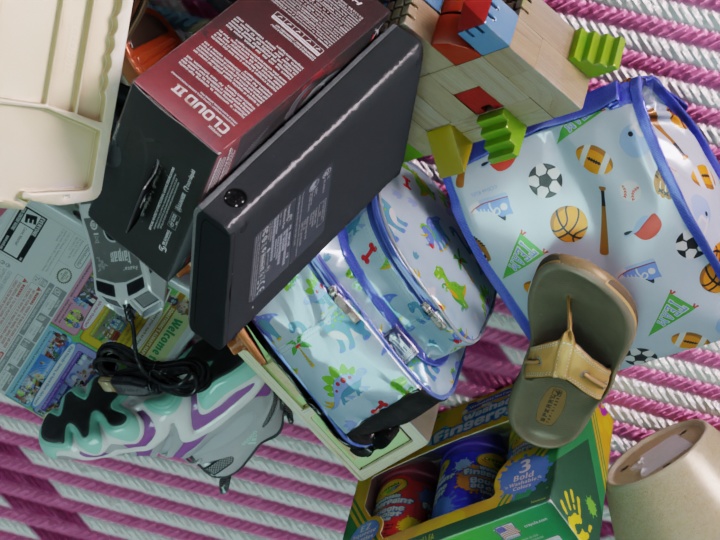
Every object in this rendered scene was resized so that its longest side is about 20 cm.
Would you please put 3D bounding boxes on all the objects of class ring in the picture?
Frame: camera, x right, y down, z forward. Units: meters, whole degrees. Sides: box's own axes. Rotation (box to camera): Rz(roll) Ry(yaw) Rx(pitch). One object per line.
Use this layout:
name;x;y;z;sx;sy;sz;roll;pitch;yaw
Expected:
ring;-0.128;-0.012;1.466;0.019;0.200;0.201;-33;113;-2

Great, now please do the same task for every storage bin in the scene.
storage bin;-0.239;-0.139;1.322;0.094;0.199;0.200;10;177;-35

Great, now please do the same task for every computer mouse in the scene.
computer mouse;-0.171;-0.001;1.581;0.109;0.044;0.201;-2;98;39

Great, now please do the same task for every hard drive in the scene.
hard drive;-0.035;-0.054;1.329;0.033;0.200;0.140;35;149;17

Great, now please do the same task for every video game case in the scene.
video game case;-0.239;0.042;1.673;0.182;0.022;0.200;32;124;-8

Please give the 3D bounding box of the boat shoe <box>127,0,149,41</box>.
boat shoe;-0.196;-0.181;1.434;0.072;0.068;0.201;15;93;13

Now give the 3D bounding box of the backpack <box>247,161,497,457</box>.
backpack;0.000;0.000;1.493;0.147;0.183;0.200;-38;100;24

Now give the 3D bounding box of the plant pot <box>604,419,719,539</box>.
plant pot;0.280;0.223;1.588;0.187;0.187;0.200;-26;100;27

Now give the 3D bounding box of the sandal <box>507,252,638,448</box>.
sandal;0.144;0.069;1.444;0.080;0.054;0.200;19;137;7

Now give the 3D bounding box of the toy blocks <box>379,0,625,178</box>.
toy blocks;0.057;-0.149;1.383;0.200;0.100;0.137;-14;139;45

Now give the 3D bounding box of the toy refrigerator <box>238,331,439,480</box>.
toy refrigerator;-0.031;0.068;1.610;0.076;0.070;0.200;-31;112;29

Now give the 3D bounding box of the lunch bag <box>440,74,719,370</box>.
lunch bag;0.174;-0.038;1.459;0.170;0.124;0.200;-22;123;28

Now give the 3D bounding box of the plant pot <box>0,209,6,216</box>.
plant pot;-0.334;-0.121;1.496;0.179;0.200;0.200;32;126;-28

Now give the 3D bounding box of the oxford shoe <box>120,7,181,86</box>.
oxford shoe;-0.143;-0.104;1.534;0.073;0.071;0.200;-11;115;40

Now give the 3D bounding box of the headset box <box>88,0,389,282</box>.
headset box;-0.086;-0.096;1.318;0.077;0.200;0.149;39;143;8

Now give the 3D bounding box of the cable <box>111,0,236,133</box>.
cable;-0.137;-0.171;1.432;0.051;0.200;0.164;12;94;40

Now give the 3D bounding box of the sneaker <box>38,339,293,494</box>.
sneaker;-0.150;0.140;1.668;0.199;0.078;0.140;-19;132;10

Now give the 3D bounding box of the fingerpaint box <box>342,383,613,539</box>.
fingerpaint box;0.089;0.177;1.594;0.200;0.167;0.073;-24;117;27

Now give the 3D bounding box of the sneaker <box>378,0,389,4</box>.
sneaker;0.030;-0.212;1.419;0.199;0.067;0.090;7;142;0
